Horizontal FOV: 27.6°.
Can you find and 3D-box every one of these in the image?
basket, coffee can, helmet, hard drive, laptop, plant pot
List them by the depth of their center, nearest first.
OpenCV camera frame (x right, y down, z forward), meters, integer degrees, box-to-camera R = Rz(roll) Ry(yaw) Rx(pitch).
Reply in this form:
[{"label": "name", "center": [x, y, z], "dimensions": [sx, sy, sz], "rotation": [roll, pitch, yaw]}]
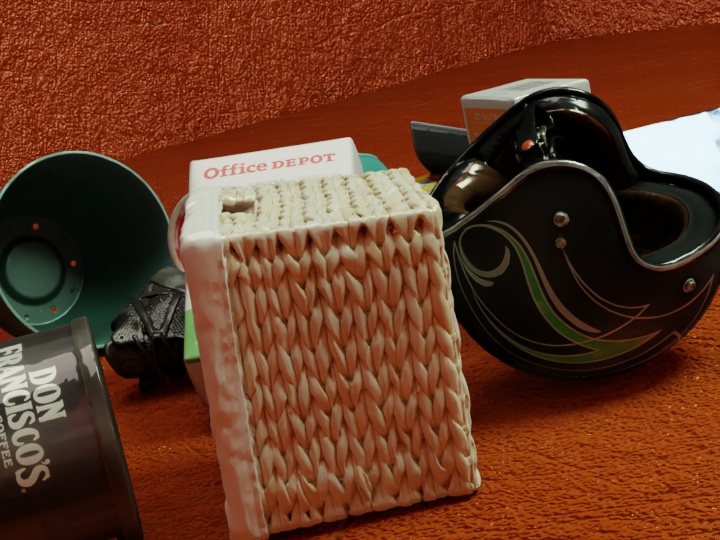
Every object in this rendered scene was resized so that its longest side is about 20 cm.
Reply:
[{"label": "coffee can", "center": [-0.249, 0.125, 0.911], "dimensions": [0.199, 0.147, 0.146], "rotation": [-15, 12, -10]}, {"label": "basket", "center": [-0.024, 0.041, 0.949], "dimensions": [0.160, 0.201, 0.198], "rotation": [-11, 12, -2]}, {"label": "helmet", "center": [0.157, -0.015, 1.052], "dimensions": [0.200, 0.191, 0.200], "rotation": [-42, 16, 15]}, {"label": "laptop", "center": [0.297, -0.067, 1.327], "dimensions": [0.187, 0.116, 0.200], "rotation": [-15, 12, -9]}, {"label": "plant pot", "center": [-0.317, -0.009, 1.529], "dimensions": [0.200, 0.201, 0.161], "rotation": [-20, 2, -33]}, {"label": "hard drive", "center": [0.141, -0.124, 1.710], "dimensions": [0.134, 0.042, 0.200], "rotation": [11, -6, 22]}]

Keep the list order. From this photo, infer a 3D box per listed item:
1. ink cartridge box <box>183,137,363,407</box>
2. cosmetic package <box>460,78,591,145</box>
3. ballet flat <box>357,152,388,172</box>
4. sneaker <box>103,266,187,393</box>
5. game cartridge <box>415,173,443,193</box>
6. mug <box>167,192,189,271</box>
[{"label": "ink cartridge box", "center": [-0.065, -0.001, 1.189], "dimensions": [0.146, 0.084, 0.201], "rotation": [-8, 55, 6]}, {"label": "cosmetic package", "center": [0.150, -0.052, 1.197], "dimensions": [0.071, 0.201, 0.101], "rotation": [-17, 12, -19]}, {"label": "ballet flat", "center": [-0.051, -0.058, 1.363], "dimensions": [0.072, 0.072, 0.200], "rotation": [-2, 18, 39]}, {"label": "sneaker", "center": [-0.144, 0.069, 1.268], "dimensions": [0.199, 0.076, 0.114], "rotation": [20, 54, 39]}, {"label": "game cartridge", "center": [0.074, -0.073, 1.603], "dimensions": [0.176, 0.033, 0.200], "rotation": [-20, 12, -32]}, {"label": "mug", "center": [-0.104, -0.021, 1.499], "dimensions": [0.133, 0.178, 0.200], "rotation": [24, 17, 20]}]
